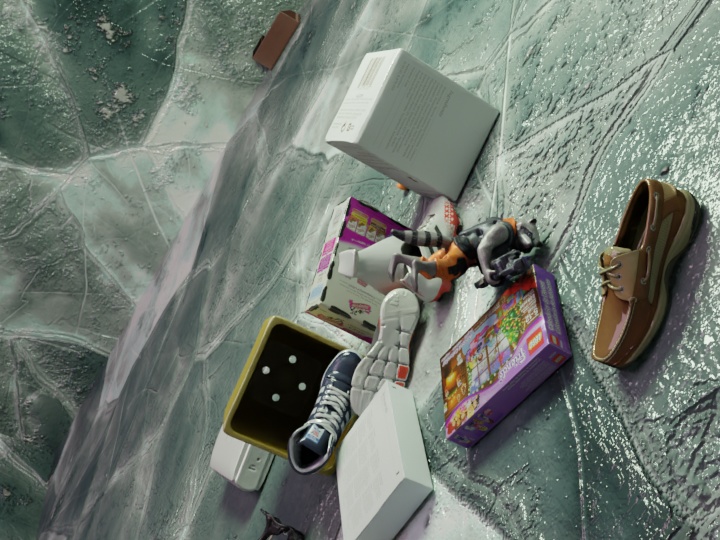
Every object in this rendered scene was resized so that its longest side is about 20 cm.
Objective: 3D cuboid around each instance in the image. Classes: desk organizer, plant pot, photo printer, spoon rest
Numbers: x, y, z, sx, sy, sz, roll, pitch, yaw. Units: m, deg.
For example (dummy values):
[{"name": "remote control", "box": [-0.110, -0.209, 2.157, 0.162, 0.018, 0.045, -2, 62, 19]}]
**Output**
[{"name": "desk organizer", "box": [-0.284, -0.783, 3.250, 0.201, 0.076, 0.072, -53, 23, 28]}, {"name": "plant pot", "box": [-0.111, 0.190, 1.590, 0.198, 0.192, 0.200, -65, 13, -2]}, {"name": "photo printer", "box": [-0.220, 0.324, 1.856, 0.199, 0.069, 0.168, -2, 65, 67]}, {"name": "spoon rest", "box": [0.031, -0.008, 1.471, 0.060, 0.199, 0.101, 5, 89, 37]}]

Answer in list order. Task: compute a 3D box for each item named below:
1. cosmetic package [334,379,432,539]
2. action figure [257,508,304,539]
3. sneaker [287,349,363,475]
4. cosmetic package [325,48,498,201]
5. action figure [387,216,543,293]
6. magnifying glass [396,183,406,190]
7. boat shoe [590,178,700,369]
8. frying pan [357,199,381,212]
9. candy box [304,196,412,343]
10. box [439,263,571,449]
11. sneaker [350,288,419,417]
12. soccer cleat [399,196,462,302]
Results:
[{"name": "cosmetic package", "box": [0.027, 0.273, 1.338, 0.152, 0.051, 0.201, -58, 21, 25]}, {"name": "action figure", "box": [-0.168, 0.480, 1.500, 0.102, 0.119, 0.202, 15, 70, 53]}, {"name": "sneaker", "box": [-0.049, 0.214, 1.443, 0.108, 0.069, 0.202, 38, -105, -81]}, {"name": "cosmetic package", "box": [0.081, -0.235, 1.571, 0.168, 0.198, 0.167, -63, 20, -1]}, {"name": "action figure", "box": [0.143, -0.026, 1.219, 0.200, 0.191, 0.106, 147, 107, -77]}, {"name": "magnifying glass", "box": [0.113, -0.238, 1.722, 0.202, 0.022, 0.080, -65, -8, 12]}, {"name": "boat shoe", "box": [0.279, -0.001, 1.004, 0.202, 0.073, 0.075, -68, 21, -7]}, {"name": "frying pan", "box": [0.002, -0.036, 1.666, 0.031, 0.114, 0.192, -19, 49, 46]}, {"name": "candy box", "box": [0.000, 0.000, 1.592, 0.061, 0.135, 0.202, -28, 41, 54]}, {"name": "box", "box": [0.172, 0.106, 1.191, 0.200, 0.039, 0.138, -50, 26, 33]}, {"name": "sneaker", "box": [0.042, 0.131, 1.468, 0.082, 0.076, 0.202, 93, -161, -77]}, {"name": "soccer cleat", "box": [0.102, -0.043, 1.466, 0.069, 0.084, 0.202, -42, 31, 46]}]
